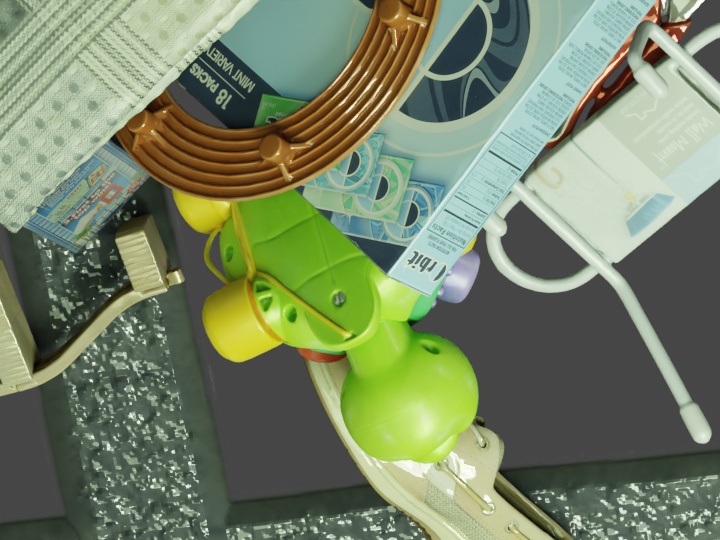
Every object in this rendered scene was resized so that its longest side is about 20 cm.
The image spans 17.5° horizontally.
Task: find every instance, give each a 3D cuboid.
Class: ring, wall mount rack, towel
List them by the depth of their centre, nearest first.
[{"bbox_3d":[-0.140,-0.147,0.951,0.200,0.035,0.193,-43,100,14],"label":"towel"},{"bbox_3d":[-0.049,-0.130,1.097,0.200,0.019,0.201,-10,70,30],"label":"ring"},{"bbox_3d":[0.155,-0.021,1.150,0.174,0.075,0.200,42,121,-12],"label":"wall mount rack"}]

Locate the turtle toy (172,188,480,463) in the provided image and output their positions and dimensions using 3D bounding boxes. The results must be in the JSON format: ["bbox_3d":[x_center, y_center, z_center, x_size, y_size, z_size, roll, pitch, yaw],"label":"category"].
[{"bbox_3d":[0.000,0.000,1.149,0.145,0.201,0.101,-25,150,18],"label":"turtle toy"}]

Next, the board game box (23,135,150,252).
[{"bbox_3d":[-0.194,-0.095,1.089,0.200,0.200,0.062,44,90,-2],"label":"board game box"}]

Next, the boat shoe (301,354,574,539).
[{"bbox_3d":[0.044,0.100,1.229,0.065,0.072,0.200,-37,107,8],"label":"boat shoe"}]

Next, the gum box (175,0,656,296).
[{"bbox_3d":[0.030,-0.118,1.080,0.170,0.045,0.200,42,99,34],"label":"gum box"}]

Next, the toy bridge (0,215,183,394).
[{"bbox_3d":[-0.187,0.029,1.231,0.199,0.027,0.067,-15,109,11],"label":"toy bridge"}]

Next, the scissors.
[{"bbox_3d":[0.152,-0.135,1.153,0.073,0.014,0.200,30,112,-5],"label":"scissors"}]
